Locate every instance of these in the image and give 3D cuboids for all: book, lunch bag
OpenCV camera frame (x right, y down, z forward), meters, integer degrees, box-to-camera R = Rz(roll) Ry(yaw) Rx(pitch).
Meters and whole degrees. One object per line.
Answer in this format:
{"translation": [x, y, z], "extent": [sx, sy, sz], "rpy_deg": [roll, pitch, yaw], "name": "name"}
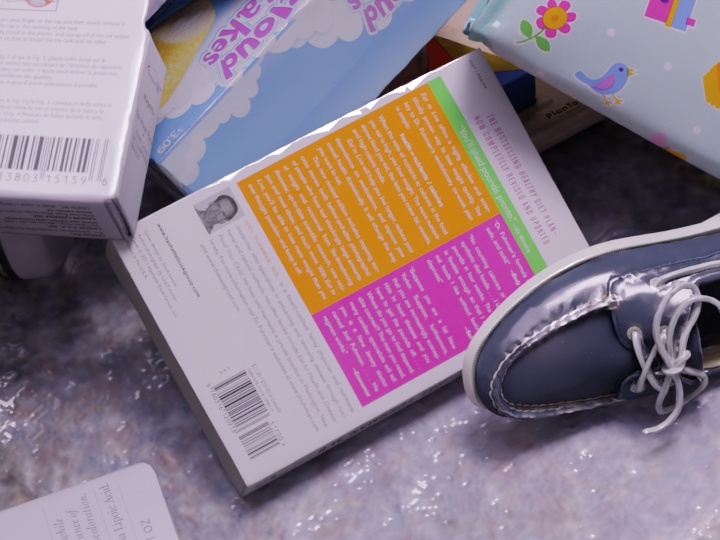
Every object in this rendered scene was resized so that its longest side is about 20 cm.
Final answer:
{"translation": [0.000, 0.000, 1.135], "extent": [0.200, 0.048, 0.134], "rpy_deg": [-27, 81, -16], "name": "book"}
{"translation": [0.165, -0.158, 1.132], "extent": [0.170, 0.122, 0.200], "rpy_deg": [30, 96, -3], "name": "lunch bag"}

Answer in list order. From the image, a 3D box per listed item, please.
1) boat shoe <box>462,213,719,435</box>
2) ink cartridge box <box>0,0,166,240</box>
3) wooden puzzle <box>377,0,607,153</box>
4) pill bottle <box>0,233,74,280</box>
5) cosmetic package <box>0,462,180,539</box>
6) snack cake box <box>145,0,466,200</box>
{"translation": [0.144, 0.025, 1.104], "extent": [0.200, 0.075, 0.062], "rpy_deg": [-17, 35, -18], "name": "boat shoe"}
{"translation": [-0.190, -0.105, 1.140], "extent": [0.200, 0.044, 0.174], "rpy_deg": [3, 64, 12], "name": "ink cartridge box"}
{"translation": [0.063, -0.137, 1.282], "extent": [0.185, 0.046, 0.200], "rpy_deg": [-28, 49, -15], "name": "wooden puzzle"}
{"translation": [-0.249, -0.049, 1.210], "extent": [0.200, 0.113, 0.113], "rpy_deg": [-2, 48, 8], "name": "pill bottle"}
{"translation": [-0.164, 0.167, 1.025], "extent": [0.200, 0.074, 0.102], "rpy_deg": [-19, 47, -9], "name": "cosmetic package"}
{"translation": [-0.037, -0.120, 1.207], "extent": [0.200, 0.067, 0.115], "rpy_deg": [-48, 33, -6], "name": "snack cake box"}
